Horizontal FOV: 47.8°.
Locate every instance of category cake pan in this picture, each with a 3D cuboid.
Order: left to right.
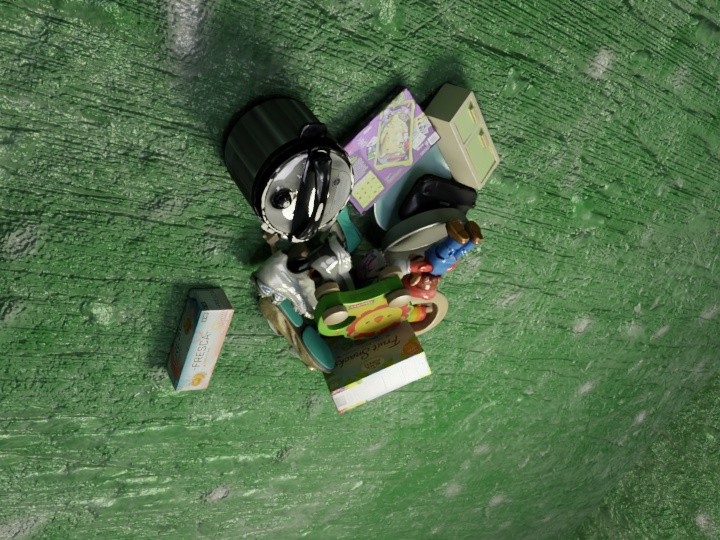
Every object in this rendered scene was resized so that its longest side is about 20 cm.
[{"bbox_3d":[0.127,-0.063,1.578,0.198,0.037,0.201,-16,160,-6],"label":"cake pan"}]

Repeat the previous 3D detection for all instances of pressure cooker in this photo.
[{"bbox_3d":[-0.107,-0.151,1.272,0.178,0.200,0.176,-39,140,1],"label":"pressure cooker"}]

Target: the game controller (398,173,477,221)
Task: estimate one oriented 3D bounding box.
[{"bbox_3d":[0.153,-0.128,1.579,0.199,0.042,0.105,8,129,-51],"label":"game controller"}]

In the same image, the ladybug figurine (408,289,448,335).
[{"bbox_3d":[0.098,0.081,1.750,0.198,0.072,0.137,0,128,-37],"label":"ladybug figurine"}]

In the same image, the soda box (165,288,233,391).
[{"bbox_3d":[-0.300,0.130,1.506,0.068,0.064,0.202,0,127,-36],"label":"soda box"}]

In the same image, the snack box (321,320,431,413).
[{"bbox_3d":[0.018,0.171,1.610,0.198,0.169,0.068,-24,126,-2],"label":"snack box"}]

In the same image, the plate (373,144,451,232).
[{"bbox_3d":[0.095,-0.164,1.530,0.199,0.026,0.202,-28,137,-29],"label":"plate"}]

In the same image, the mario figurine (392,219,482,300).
[{"bbox_3d":[0.133,-0.031,1.541,0.123,0.107,0.200,30,128,-19],"label":"mario figurine"}]

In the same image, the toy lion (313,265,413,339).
[{"bbox_3d":[0.007,0.078,1.516,0.198,0.069,0.192,-14,153,-17],"label":"toy lion"}]

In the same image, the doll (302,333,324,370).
[{"bbox_3d":[-0.041,0.121,1.704,0.136,0.048,0.201,16,114,-50],"label":"doll"}]

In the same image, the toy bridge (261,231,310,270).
[{"bbox_3d":[-0.124,-0.023,1.518,0.067,0.027,0.200,-42,142,8],"label":"toy bridge"}]

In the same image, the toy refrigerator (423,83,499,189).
[{"bbox_3d":[0.191,-0.242,1.494,0.076,0.070,0.200,-53,142,-14],"label":"toy refrigerator"}]

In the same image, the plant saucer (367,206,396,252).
[{"bbox_3d":[0.054,-0.110,1.577,0.070,0.019,0.201,-33,140,-6],"label":"plant saucer"}]

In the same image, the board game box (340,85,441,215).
[{"bbox_3d":[0.036,-0.208,1.413,0.200,0.032,0.120,-44,125,-3],"label":"board game box"}]

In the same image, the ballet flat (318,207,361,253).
[{"bbox_3d":[-0.052,-0.087,1.470,0.071,0.067,0.201,-57,147,-19],"label":"ballet flat"}]

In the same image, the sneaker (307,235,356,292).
[{"bbox_3d":[-0.054,0.012,1.493,0.079,0.074,0.201,-26,147,-8],"label":"sneaker"}]

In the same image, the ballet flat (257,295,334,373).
[{"bbox_3d":[-0.127,0.121,1.561,0.070,0.071,0.201,-37,98,0],"label":"ballet flat"}]

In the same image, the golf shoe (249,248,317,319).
[{"bbox_3d":[-0.107,0.025,1.503,0.097,0.078,0.199,-50,141,12],"label":"golf shoe"}]

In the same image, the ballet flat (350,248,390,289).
[{"bbox_3d":[0.000,0.000,1.582,0.068,0.072,0.200,-17,173,-25],"label":"ballet flat"}]
